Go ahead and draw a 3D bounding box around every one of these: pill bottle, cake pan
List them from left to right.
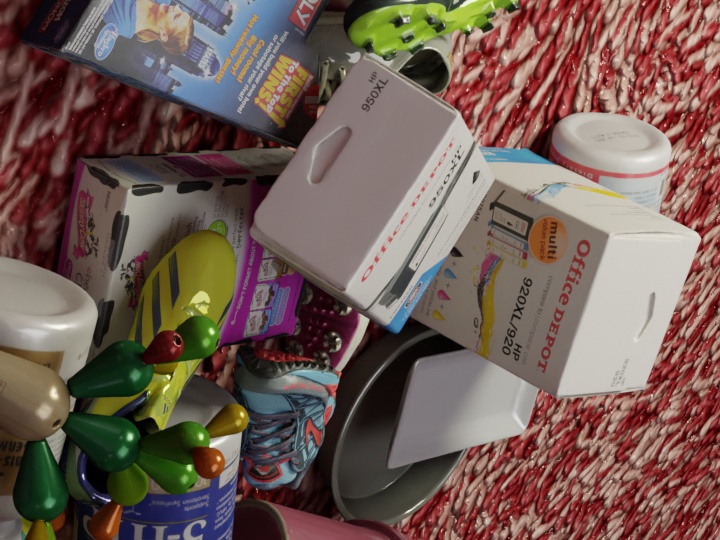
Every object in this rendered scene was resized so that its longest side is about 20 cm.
[{"bbox_3d":[-0.248,0.101,1.097,0.114,0.114,0.201,-1,114,-49],"label":"pill bottle"},{"bbox_3d":[-0.154,0.187,1.259,0.119,0.119,0.201,-19,126,-41],"label":"pill bottle"},{"bbox_3d":[0.035,0.135,1.516,0.200,0.037,0.201,-28,132,-36],"label":"cake pan"},{"bbox_3d":[0.216,-0.035,1.560,0.108,0.108,0.201,-20,127,-41],"label":"pill bottle"}]

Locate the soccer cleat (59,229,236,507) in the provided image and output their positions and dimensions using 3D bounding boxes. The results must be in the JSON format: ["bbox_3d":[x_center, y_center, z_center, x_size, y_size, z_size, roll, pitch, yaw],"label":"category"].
[{"bbox_3d":[-0.133,0.069,1.125,0.064,0.084,0.201,30,89,-25],"label":"soccer cleat"}]

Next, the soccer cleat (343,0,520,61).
[{"bbox_3d":[0.040,-0.199,1.180,0.067,0.081,0.200,-34,174,35],"label":"soccer cleat"}]

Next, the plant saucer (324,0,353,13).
[{"bbox_3d":[0.010,-0.263,1.218,0.200,0.051,0.202,-28,132,-37],"label":"plant saucer"}]

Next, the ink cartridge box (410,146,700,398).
[{"bbox_3d":[0.152,-0.002,1.428,0.144,0.199,0.148,-2,114,-49],"label":"ink cartridge box"}]

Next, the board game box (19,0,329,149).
[{"bbox_3d":[-0.086,-0.176,1.111,0.200,0.062,0.201,37,80,-38],"label":"board game box"}]

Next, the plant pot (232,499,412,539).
[{"bbox_3d":[-0.050,0.284,1.403,0.179,0.200,0.201,37,84,-37],"label":"plant pot"}]

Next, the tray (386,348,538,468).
[{"bbox_3d":[0.096,0.111,1.522,0.199,0.022,0.108,-7,118,-47],"label":"tray"}]

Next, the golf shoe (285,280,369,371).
[{"bbox_3d":[0.000,0.000,1.360,0.091,0.075,0.201,-3,117,-52],"label":"golf shoe"}]

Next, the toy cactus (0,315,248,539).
[{"bbox_3d":[-0.169,0.103,1.024,0.165,0.102,0.200,32,104,-25],"label":"toy cactus"}]

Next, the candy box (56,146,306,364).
[{"bbox_3d":[-0.121,-0.013,1.216,0.199,0.061,0.137,-8,119,-48],"label":"candy box"}]

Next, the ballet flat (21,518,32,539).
[{"bbox_3d":[-0.252,0.266,1.239,0.067,0.067,0.201,-22,129,-40],"label":"ballet flat"}]

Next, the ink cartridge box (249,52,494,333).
[{"bbox_3d":[0.014,-0.047,1.189,0.145,0.084,0.200,-58,165,-2],"label":"ink cartridge box"}]

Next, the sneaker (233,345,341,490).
[{"bbox_3d":[-0.058,0.121,1.301,0.200,0.079,0.096,71,31,-70],"label":"sneaker"}]

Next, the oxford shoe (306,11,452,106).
[{"bbox_3d":[-0.017,-0.145,1.213,0.199,0.058,0.075,-10,152,-23],"label":"oxford shoe"}]
